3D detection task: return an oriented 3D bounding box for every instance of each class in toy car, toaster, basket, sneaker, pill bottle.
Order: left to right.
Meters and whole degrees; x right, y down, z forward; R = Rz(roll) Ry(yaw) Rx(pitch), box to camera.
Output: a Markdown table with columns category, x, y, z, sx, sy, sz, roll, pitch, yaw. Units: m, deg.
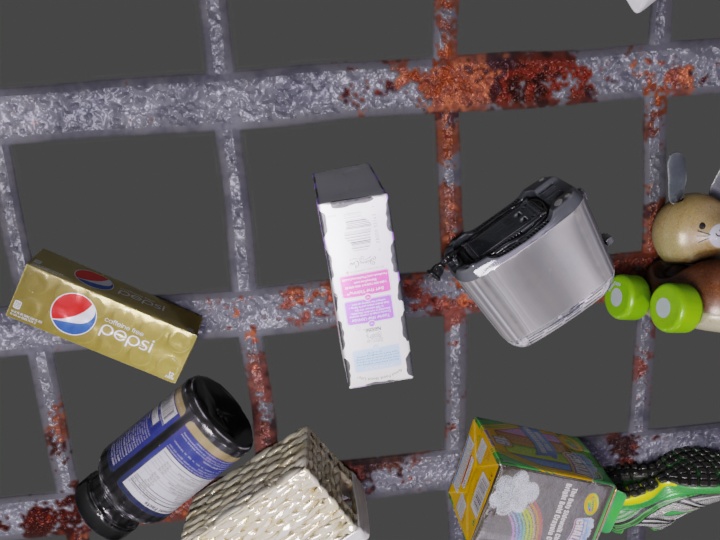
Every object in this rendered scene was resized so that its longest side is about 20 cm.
| category | x | y | z | sx | sy | sz | roll | pitch | yaw |
| --- | --- | --- | --- | --- | --- | --- | --- | --- | --- |
| pill bottle | -0.235 | 0.226 | 0.914 | 0.200 | 0.112 | 0.112 | -39 | 107 | 7 |
| basket | -0.105 | 0.301 | 0.941 | 0.200 | 0.136 | 0.123 | -33 | 104 | 5 |
| toaster | 0.192 | -0.003 | 0.887 | 0.200 | 0.114 | 0.129 | -36 | 110 | 4 |
| sneaker | 0.414 | 0.297 | 1.031 | 0.200 | 0.078 | 0.085 | -12 | 115 | 7 |
| toy car | 0.396 | -0.033 | 0.889 | 0.164 | 0.158 | 0.200 | 3 | 95 | -19 |

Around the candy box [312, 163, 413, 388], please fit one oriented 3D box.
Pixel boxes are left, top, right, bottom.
| category | x | y | z | sx | sy | sz | roll | pitch | yaw |
| --- | --- | --- | --- | --- | --- | --- | --- | --- | --- |
| candy box | 0.000 | 0.000 | 0.838 | 0.071 | 0.168 | 0.200 | -10 | 108 | -2 |

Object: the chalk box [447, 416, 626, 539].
| category | x | y | z | sx | sy | sz | roll | pitch | yaw |
| --- | --- | --- | --- | --- | --- | --- | --- | --- | --- |
| chalk box | 0.232 | 0.282 | 0.976 | 0.200 | 0.124 | 0.125 | 14 | 104 | -11 |

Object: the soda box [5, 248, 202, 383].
| category | x | y | z | sx | sy | sz | roll | pitch | yaw |
| --- | --- | --- | --- | --- | --- | --- | --- | --- | --- |
| soda box | -0.286 | 0.052 | 0.879 | 0.200 | 0.064 | 0.068 | 25 | 103 | -13 |

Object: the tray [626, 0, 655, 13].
| category | x | y | z | sx | sy | sz | roll | pitch | yaw |
| --- | --- | --- | --- | --- | --- | --- | --- | --- | --- |
| tray | 0.356 | -0.384 | 0.832 | 0.200 | 0.022 | 0.107 | -38 | 106 | 6 |
